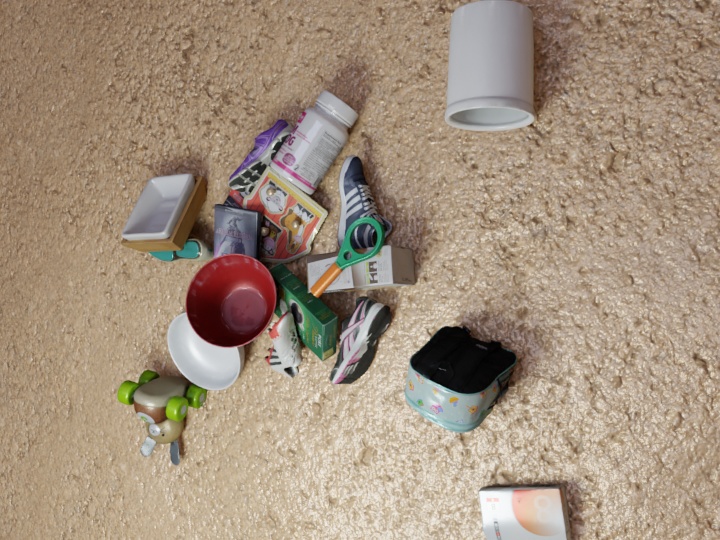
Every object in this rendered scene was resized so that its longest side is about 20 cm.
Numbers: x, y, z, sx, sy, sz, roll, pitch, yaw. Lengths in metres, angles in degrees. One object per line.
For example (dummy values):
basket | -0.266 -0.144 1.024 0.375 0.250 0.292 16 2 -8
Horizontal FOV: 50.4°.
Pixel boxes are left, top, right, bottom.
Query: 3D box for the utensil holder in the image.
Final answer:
utensil holder | 0.247 -0.383 1.448 0.168 0.170 0.203 0 84 28

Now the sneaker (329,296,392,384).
sneaker | -0.011 0.146 1.616 0.086 0.080 0.201 35 96 38

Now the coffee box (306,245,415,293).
coffee box | 0.000 0.000 1.585 0.198 0.114 0.081 -7 84 27

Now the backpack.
backpack | 0.176 0.211 1.433 0.175 0.199 0.155 25 115 24

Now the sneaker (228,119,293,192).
sneaker | -0.222 -0.257 1.728 0.200 0.080 0.084 -42 53 11

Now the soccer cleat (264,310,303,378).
soccer cleat | -0.157 0.162 1.647 0.085 0.069 0.201 35 142 15

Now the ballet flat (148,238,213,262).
ballet flat | -0.433 -0.053 1.847 0.198 0.069 0.070 9 92 33

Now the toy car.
toy car | -0.473 0.361 1.808 0.162 0.158 0.202 13 105 17

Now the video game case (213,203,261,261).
video game case | -0.284 -0.044 1.757 0.142 0.019 0.203 13 107 37

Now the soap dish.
soap dish | -0.461 -0.133 1.814 0.156 0.081 0.202 -2 53 27

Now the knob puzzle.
knob puzzle | -0.190 -0.101 1.711 0.217 0.030 0.222 5 105 20

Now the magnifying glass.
magnifying glass | -0.028 -0.024 1.529 0.200 0.022 0.080 -46 65 14

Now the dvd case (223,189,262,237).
dvd case | -0.224 -0.184 1.765 0.146 0.022 0.201 41 107 23

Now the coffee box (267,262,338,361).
coffee box | -0.125 0.089 1.640 0.200 0.044 0.124 41 145 32

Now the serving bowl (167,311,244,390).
serving bowl | -0.346 0.173 1.768 0.198 0.066 0.202 11 117 22

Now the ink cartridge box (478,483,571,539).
ink cartridge box | 0.312 0.506 1.431 0.161 0.050 0.203 -10 80 27

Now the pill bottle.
pill bottle | -0.097 -0.277 1.645 0.113 0.113 0.201 36 95 24

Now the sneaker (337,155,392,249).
sneaker | 0.011 -0.139 1.604 0.108 0.070 0.203 8 98 39

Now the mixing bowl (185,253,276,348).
mixing bowl | -0.265 0.075 1.645 0.197 0.108 0.203 -2 75 7
